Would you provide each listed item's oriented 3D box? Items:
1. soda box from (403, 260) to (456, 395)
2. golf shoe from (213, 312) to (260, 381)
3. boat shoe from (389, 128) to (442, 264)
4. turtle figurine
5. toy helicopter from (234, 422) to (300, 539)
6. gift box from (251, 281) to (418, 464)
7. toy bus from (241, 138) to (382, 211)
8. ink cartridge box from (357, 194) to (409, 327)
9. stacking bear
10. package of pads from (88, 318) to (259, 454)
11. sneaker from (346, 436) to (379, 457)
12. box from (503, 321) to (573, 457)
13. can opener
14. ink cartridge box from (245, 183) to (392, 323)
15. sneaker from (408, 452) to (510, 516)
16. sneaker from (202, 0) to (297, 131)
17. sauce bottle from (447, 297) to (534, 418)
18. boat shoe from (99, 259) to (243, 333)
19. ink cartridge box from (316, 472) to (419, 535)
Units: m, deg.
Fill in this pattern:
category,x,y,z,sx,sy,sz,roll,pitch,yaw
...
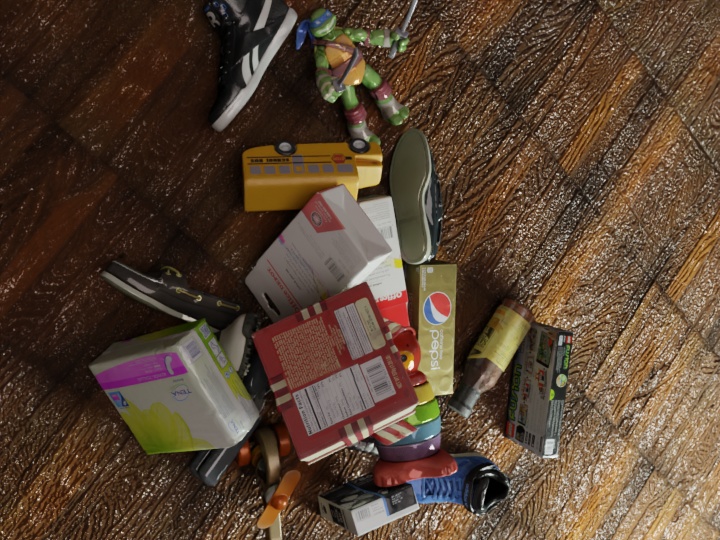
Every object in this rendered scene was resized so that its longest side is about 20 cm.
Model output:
category,x,y,z,sx,sy,sz,roll,pitch,yaw
soda box,0.105,0.089,1.176,0.066,0.064,0.206,-2,97,-23
golf shoe,-0.192,0.116,0.987,0.087,0.201,0.078,24,44,-15
boat shoe,0.093,-0.109,1.146,0.065,0.073,0.205,8,73,-54
turtle figurine,0.011,-0.264,1.034,0.195,0.196,0.146,59,39,-41
toy helicopter,-0.123,0.323,1.063,0.077,0.132,0.206,-7,99,-23
gift box,-0.015,0.138,0.962,0.196,0.187,0.188,-18,77,-5
toy bus,-0.066,-0.131,1.045,0.195,0.080,0.066,-3,141,-12
ink cartridge box,0.000,0.000,1.116,0.114,0.067,0.205,-13,102,-21
stacking bear,0.060,0.186,1.078,0.118,0.114,0.206,-9,90,-6
package of pads,-0.237,0.156,0.960,0.068,0.197,0.157,-48,115,-47
sneaker,0.012,0.216,1.153,0.197,0.075,0.118,25,79,-34
box,0.292,0.192,1.248,0.034,0.110,0.206,4,95,-24
can opener,-0.173,0.194,1.049,0.202,0.053,0.067,-55,127,-20
ink cartridge box,-0.063,-0.007,1.034,0.117,0.200,0.067,53,36,8
sneaker,0.146,0.340,1.198,0.195,0.111,0.079,3,95,-24
sneaker,-0.177,-0.295,1.005,0.111,0.073,0.203,34,74,-20
sauce bottle,0.209,0.143,1.229,0.066,0.066,0.202,38,79,-23
boat shoe,-0.248,0.031,1.009,0.199,0.071,0.062,32,79,-31
ink cartridge box,0.001,0.332,1.093,0.097,0.199,0.040,-17,86,-22
